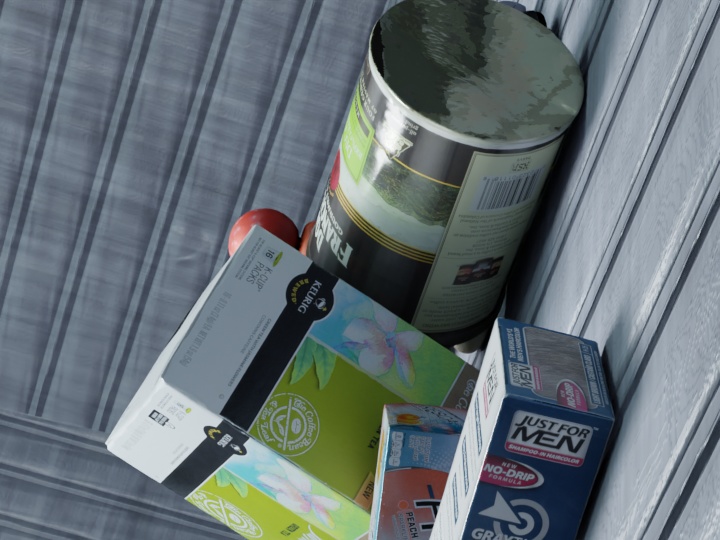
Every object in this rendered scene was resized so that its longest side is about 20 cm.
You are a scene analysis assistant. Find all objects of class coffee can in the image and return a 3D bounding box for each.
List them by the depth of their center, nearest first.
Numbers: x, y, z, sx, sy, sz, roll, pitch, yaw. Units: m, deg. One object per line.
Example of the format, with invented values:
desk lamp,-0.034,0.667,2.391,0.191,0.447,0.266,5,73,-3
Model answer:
coffee can,0.054,-0.066,1.431,0.146,0.146,0.200,-81,7,-46

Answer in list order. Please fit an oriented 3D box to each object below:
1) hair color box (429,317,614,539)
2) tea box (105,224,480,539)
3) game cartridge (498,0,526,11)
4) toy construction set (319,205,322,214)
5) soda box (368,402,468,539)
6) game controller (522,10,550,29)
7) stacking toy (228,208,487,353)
hair color box,0.075,0.138,1.107,0.100,0.060,0.200,-88,12,-68
tea box,-0.046,0.099,1.446,0.134,0.197,0.200,-60,5,-24
game cartridge,0.078,-0.121,1.662,0.200,0.041,0.133,-51,-23,-56
toy construction set,0.029,-0.017,1.707,0.200,0.131,0.092,-83,-3,-55
soda box,0.035,0.187,1.302,0.068,0.064,0.200,-101,17,-80
game controller,0.109,-0.096,1.601,0.104,0.042,0.200,-107,27,-53
stacking toy,0.000,0.000,1.558,0.085,0.200,0.085,-167,90,-85
